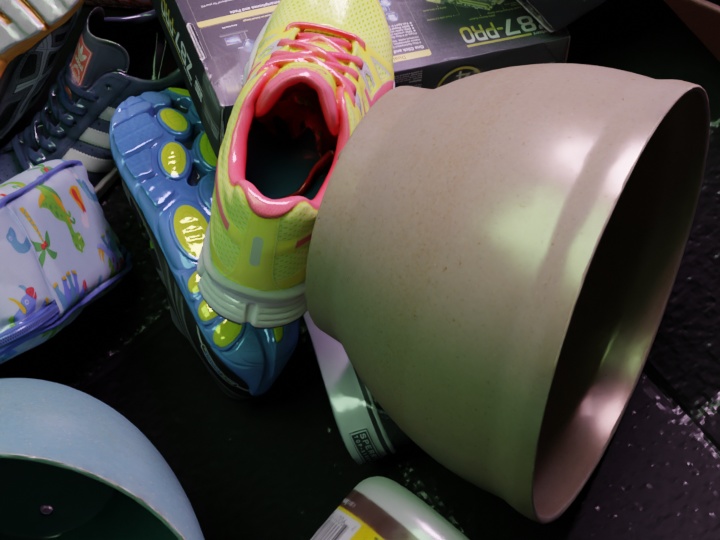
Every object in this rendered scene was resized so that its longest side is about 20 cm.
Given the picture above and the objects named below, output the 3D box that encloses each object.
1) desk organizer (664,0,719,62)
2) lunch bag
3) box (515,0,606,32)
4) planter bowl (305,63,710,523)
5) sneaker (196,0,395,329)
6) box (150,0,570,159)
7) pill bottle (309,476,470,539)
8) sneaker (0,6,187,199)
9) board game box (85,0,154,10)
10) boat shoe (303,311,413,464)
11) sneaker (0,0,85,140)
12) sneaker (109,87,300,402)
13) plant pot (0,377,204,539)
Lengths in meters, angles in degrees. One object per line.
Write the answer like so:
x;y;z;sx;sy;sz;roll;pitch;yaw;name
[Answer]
0.241;-0.195;0.885;0.201;0.077;0.072;-53;21;-11;desk organizer
-0.218;0.013;0.916;0.159;0.200;0.083;-23;99;11;lunch bag
0.144;-0.244;0.885;0.199;0.104;0.149;-29;36;33;box
0.059;-0.006;0.782;0.134;0.201;0.202;21;71;20;planter bowl
-0.023;-0.075;0.814;0.077;0.091;0.202;11;56;-1;sneaker
-0.007;-0.148;0.951;0.198;0.049;0.162;-14;51;-17;box
-0.018;0.198;0.767;0.109;0.109;0.200;35;80;34;pill bottle
-0.157;-0.101;1.013;0.199;0.085;0.075;-36;54;0;sneaker
-0.155;-0.259;1.095;0.198;0.097;0.161;8;66;27;board game box
-0.001;-0.001;0.896;0.067;0.074;0.201;-21;54;5;boat shoe
-0.202;-0.146;1.019;0.078;0.077;0.200;45;107;11;sneaker
-0.089;-0.016;0.933;0.070;0.083;0.201;-11;58;-21;sneaker
-0.167;0.130;0.838;0.198;0.201;0.135;-23;30;9;plant pot
